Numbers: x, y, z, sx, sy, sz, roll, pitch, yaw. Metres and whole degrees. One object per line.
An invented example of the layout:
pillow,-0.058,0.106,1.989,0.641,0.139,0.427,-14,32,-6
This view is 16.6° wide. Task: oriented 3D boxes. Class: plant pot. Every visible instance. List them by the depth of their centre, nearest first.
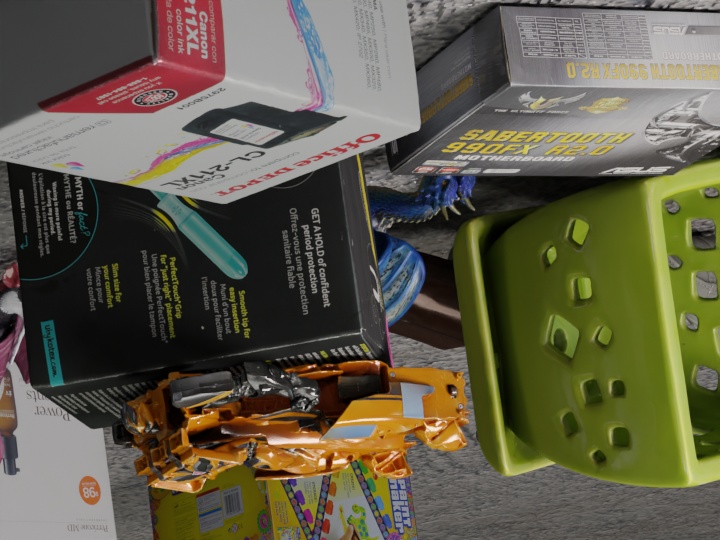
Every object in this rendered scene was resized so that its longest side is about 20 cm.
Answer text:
plant pot,0.179,0.036,1.640,0.181,0.201,0.198,-8,-178,38

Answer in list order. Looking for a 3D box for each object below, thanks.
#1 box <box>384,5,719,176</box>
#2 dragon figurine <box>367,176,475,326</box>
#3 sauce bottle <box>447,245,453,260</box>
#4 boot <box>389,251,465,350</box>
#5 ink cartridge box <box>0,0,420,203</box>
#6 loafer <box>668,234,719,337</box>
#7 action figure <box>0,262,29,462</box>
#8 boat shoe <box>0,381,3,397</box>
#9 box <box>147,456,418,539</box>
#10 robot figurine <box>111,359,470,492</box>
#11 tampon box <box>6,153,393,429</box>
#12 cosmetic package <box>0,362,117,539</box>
box,0.134,-0.100,1.420,0.199,0.049,0.158,-1,165,-26
dragon figurine,0.000,0.000,1.563,0.099,0.201,0.059,28,-176,31
sauce bottle,0.138,0.011,1.826,0.064,0.065,0.199,-18,161,36
boot,-0.014,0.026,1.731,0.199,0.065,0.186,14,155,-26
ink cartridge box,-0.086,-0.102,1.225,0.145,0.083,0.199,-19,162,37
loafer,0.252,-0.002,1.864,0.070,0.070,0.200,-45,151,12
action figure,-0.272,0.073,1.709,0.134,0.201,0.149,19,-166,-42
boat shoe,-0.317,0.072,1.802,0.086,0.075,0.202,0,166,36
box,-0.081,0.246,2.522,0.192,0.123,0.199,5,161,-41
robot figurine,-0.044,0.090,1.436,0.199,0.059,0.145,-1,162,-27
tampon box,-0.093,-0.003,1.472,0.199,0.151,0.126,-10,165,7
cosmetic package,-0.291,0.150,1.972,0.051,0.152,0.199,-19,162,40
